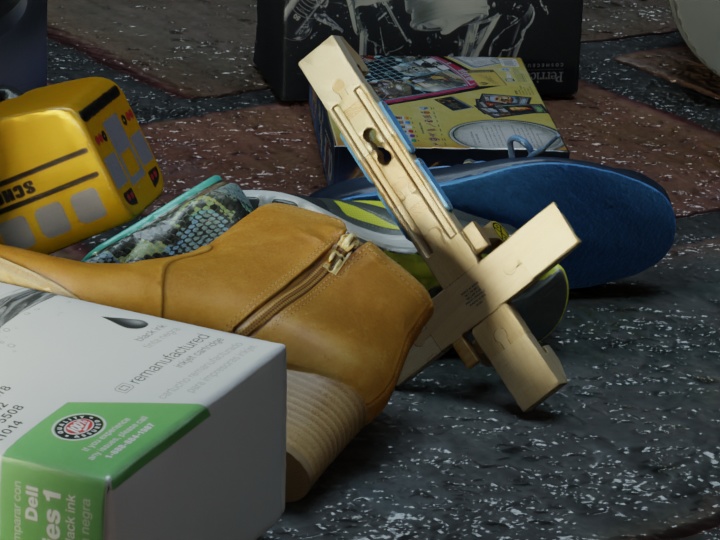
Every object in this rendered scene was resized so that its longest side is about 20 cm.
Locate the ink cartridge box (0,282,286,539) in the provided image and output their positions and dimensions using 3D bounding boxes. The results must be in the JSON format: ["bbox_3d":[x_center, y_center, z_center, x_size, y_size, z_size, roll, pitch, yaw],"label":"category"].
[{"bbox_3d":[-0.149,0.070,1.121,0.200,0.085,0.146,12,24,23],"label":"ink cartridge box"}]

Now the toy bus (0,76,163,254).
[{"bbox_3d":[-0.201,-0.031,1.354,0.200,0.078,0.065,-21,12,20],"label":"toy bus"}]

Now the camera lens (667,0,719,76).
[{"bbox_3d":[0.282,-0.209,1.871,0.159,0.160,0.200,5,19,7],"label":"camera lens"}]

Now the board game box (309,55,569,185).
[{"bbox_3d":[0.042,-0.086,1.677,0.135,0.035,0.200,1,19,-5],"label":"board game box"}]

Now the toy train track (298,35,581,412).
[{"bbox_3d":[0.037,-0.023,1.326,0.200,0.115,0.033,57,22,14],"label":"toy train track"}]

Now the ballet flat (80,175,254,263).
[{"bbox_3d":[-0.122,0.024,1.281,0.200,0.074,0.074,-30,32,-24],"label":"ballet flat"}]

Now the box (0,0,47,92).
[{"bbox_3d":[-0.288,-0.171,1.633,0.123,0.199,0.200,17,24,37],"label":"box"}]

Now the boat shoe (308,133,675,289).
[{"bbox_3d":[0.061,-0.035,1.464,0.199,0.084,0.069,3,17,-5],"label":"boat shoe"}]

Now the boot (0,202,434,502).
[{"bbox_3d":[-0.077,0.012,1.242,0.201,0.071,0.144,27,42,4],"label":"boot"}]

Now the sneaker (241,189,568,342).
[{"bbox_3d":[0.000,0.000,1.390,0.199,0.075,0.085,10,12,-3],"label":"sneaker"}]

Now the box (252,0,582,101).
[{"bbox_3d":[0.038,-0.209,1.809,0.199,0.183,0.104,-2,20,-12],"label":"box"}]
